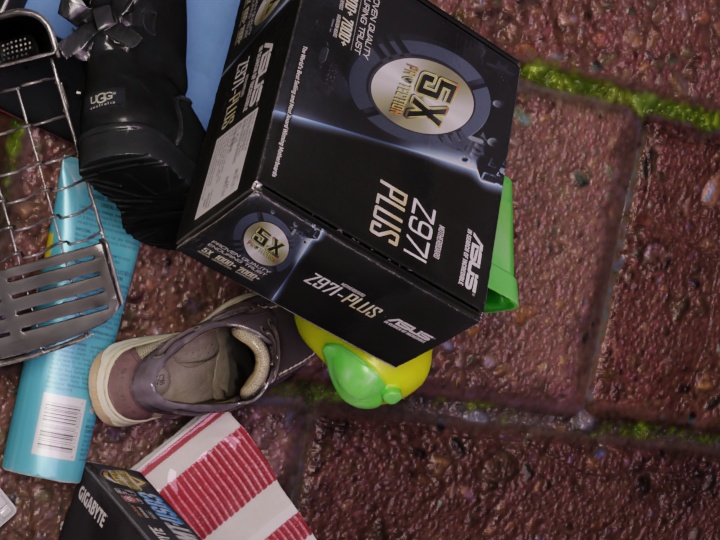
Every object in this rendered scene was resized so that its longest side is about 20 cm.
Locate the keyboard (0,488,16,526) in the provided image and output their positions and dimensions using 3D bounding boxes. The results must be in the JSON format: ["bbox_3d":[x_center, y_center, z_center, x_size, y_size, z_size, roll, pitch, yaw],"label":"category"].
[{"bbox_3d":[-0.304,0.195,1.172,0.200,0.011,0.056,-42,117,-20],"label":"keyboard"}]

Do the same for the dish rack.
[{"bbox_3d":[-0.228,-0.041,1.112,0.153,0.055,0.200,-15,97,0],"label":"dish rack"}]

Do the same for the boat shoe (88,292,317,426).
[{"bbox_3d":[-0.084,0.059,1.236,0.200,0.065,0.072,-14,102,-46],"label":"boat shoe"}]

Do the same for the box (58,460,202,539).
[{"bbox_3d":[-0.152,0.239,1.152,0.050,0.200,0.199,12,97,-26],"label":"box"}]

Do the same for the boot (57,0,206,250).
[{"bbox_3d":[-0.124,-0.113,1.151,0.198,0.073,0.163,51,33,-67],"label":"boot"}]

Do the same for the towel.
[{"bbox_3d":[-0.100,0.205,1.297,0.144,0.023,0.200,-39,115,-19],"label":"towel"}]

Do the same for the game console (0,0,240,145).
[{"bbox_3d":[-0.139,-0.169,1.203,0.177,0.031,0.200,26,84,-33],"label":"game console"}]

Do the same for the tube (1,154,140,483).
[{"bbox_3d":[-0.180,0.033,1.203,0.077,0.050,0.200,17,85,-53],"label":"tube"}]

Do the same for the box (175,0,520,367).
[{"bbox_3d":[-0.002,-0.071,1.125,0.164,0.086,0.200,30,52,-25],"label":"box"}]

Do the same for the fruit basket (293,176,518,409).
[{"bbox_3d":[0.000,0.000,1.242,0.216,0.155,0.216,6,81,-38],"label":"fruit basket"}]
